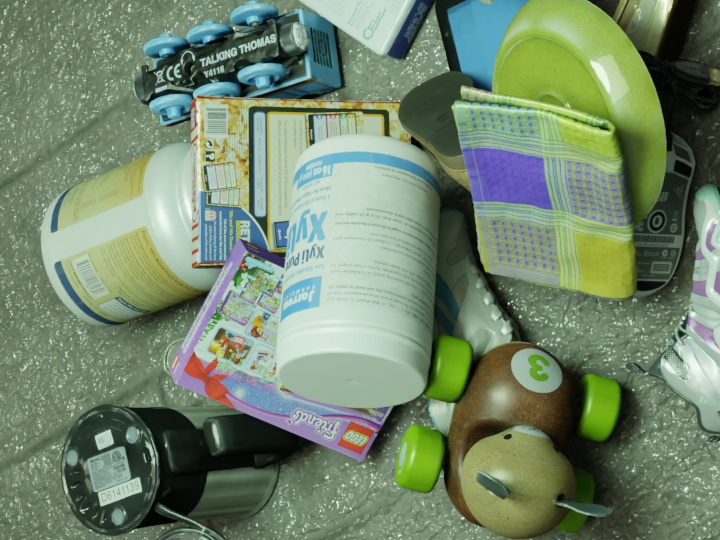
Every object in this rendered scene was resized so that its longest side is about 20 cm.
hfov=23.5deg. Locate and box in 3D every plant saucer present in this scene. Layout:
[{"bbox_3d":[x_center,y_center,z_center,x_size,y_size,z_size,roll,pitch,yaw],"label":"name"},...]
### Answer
[{"bbox_3d":[0.165,-0.121,1.390,0.200,0.031,0.201,39,140,42],"label":"plant saucer"}]

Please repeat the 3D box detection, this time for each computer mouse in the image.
[{"bbox_3d":[0.237,-0.079,1.432,0.044,0.109,0.202,29,112,56],"label":"computer mouse"}]

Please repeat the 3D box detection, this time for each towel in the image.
[{"bbox_3d":[0.148,-0.055,1.374,0.143,0.201,0.023,15,53,24],"label":"towel"}]

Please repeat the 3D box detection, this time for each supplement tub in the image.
[{"bbox_3d":[-0.194,-0.038,1.670,0.199,0.144,0.146,-19,77,30],"label":"supplement tub"},{"bbox_3d":[0.000,0.000,1.455,0.131,0.132,0.202,-12,59,32],"label":"supplement tub"}]

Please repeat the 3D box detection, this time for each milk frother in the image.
[{"bbox_3d":[-0.151,0.223,1.601,0.179,0.188,0.202,-2,86,33],"label":"milk frother"}]

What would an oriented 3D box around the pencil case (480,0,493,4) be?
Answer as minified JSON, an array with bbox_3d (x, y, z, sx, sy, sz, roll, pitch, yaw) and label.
[{"bbox_3d":[0.059,-0.280,1.480,0.200,0.077,0.090,26,100,51],"label":"pencil case"}]

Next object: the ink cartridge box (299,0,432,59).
[{"bbox_3d":[0.006,-0.330,1.619,0.200,0.043,0.197,38,108,30],"label":"ink cartridge box"}]

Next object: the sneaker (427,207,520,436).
[{"bbox_3d":[0.098,0.043,1.526,0.080,0.076,0.202,-7,84,16],"label":"sneaker"}]

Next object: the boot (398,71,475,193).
[{"bbox_3d":[0.085,-0.112,1.502,0.073,0.076,0.200,-29,29,4],"label":"boot"}]

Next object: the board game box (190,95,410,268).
[{"bbox_3d":[-0.053,-0.078,1.566,0.198,0.046,0.153,1,86,-12],"label":"board game box"}]

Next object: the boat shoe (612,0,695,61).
[{"bbox_3d":[0.251,-0.261,1.437,0.066,0.074,0.201,22,99,26],"label":"boat shoe"}]

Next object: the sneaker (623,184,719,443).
[{"bbox_3d":[0.272,0.042,1.404,0.139,0.078,0.201,-25,74,28],"label":"sneaker"}]

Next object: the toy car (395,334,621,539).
[{"bbox_3d":[0.130,0.149,1.385,0.163,0.200,0.159,15,97,-7],"label":"toy car"}]

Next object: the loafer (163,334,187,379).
[{"bbox_3d":[-0.113,0.088,1.654,0.199,0.070,0.071,-1,87,33],"label":"loafer"}]

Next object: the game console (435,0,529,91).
[{"bbox_3d":[0.133,-0.187,1.489,0.117,0.171,0.202,-15,78,4],"label":"game console"}]

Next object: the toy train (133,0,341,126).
[{"bbox_3d":[-0.119,-0.191,1.648,0.199,0.114,0.087,-15,76,31],"label":"toy train"}]

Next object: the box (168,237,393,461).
[{"bbox_3d":[-0.053,0.073,1.548,0.137,0.199,0.039,-60,23,11],"label":"box"}]
